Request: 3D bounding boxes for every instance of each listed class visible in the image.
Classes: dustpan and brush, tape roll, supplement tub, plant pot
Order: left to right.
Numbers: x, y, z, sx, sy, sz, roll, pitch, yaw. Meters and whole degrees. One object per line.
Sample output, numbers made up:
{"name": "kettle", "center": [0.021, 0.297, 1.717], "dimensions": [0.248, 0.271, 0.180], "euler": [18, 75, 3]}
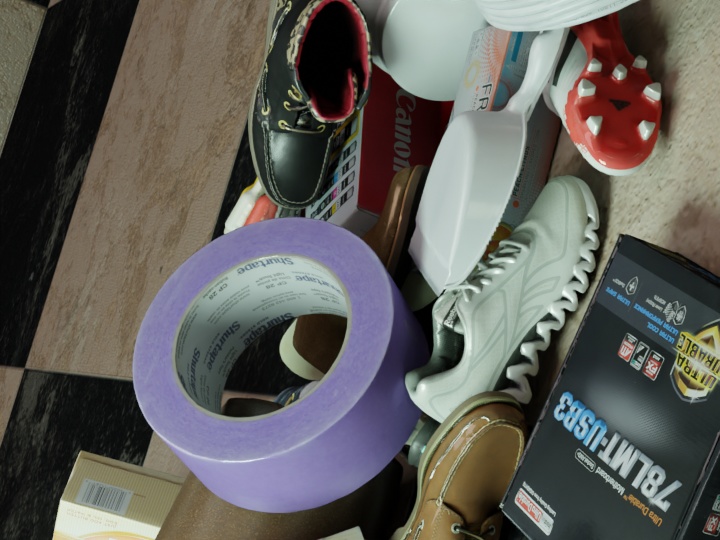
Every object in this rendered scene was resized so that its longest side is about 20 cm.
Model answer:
{"name": "plant pot", "center": [-0.068, 0.215, 1.374], "dimensions": [0.200, 0.200, 0.199], "euler": [-15, 50, 63]}
{"name": "tape roll", "center": [-0.056, 0.067, 1.302], "dimensions": [0.200, 0.085, 0.200], "euler": [-12, 55, 17]}
{"name": "supplement tub", "center": [0.053, -0.244, 1.491], "dimensions": [0.145, 0.144, 0.200], "euler": [-58, 31, 28]}
{"name": "dustpan and brush", "center": [0.093, -0.088, 1.259], "dimensions": [0.140, 0.057, 0.200], "euler": [-118, 41, -73]}

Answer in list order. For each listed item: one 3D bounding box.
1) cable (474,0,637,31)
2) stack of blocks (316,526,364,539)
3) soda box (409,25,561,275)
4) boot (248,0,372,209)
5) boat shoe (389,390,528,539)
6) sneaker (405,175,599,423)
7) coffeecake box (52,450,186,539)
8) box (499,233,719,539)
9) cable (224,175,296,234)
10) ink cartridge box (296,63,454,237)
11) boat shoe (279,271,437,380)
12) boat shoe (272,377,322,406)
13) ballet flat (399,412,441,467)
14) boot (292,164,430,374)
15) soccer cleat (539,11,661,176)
{"name": "cable", "center": [0.158, -0.244, 1.252], "dimensions": [0.200, 0.069, 0.200], "euler": [-31, 28, 6]}
{"name": "stack of blocks", "center": [-0.025, 0.289, 1.233], "dimensions": [0.059, 0.115, 0.200], "euler": [-39, 69, 61]}
{"name": "soda box", "center": [0.101, -0.086, 1.369], "dimensions": [0.068, 0.063, 0.200], "euler": [-8, 64, 65]}
{"name": "boot", "center": [-0.039, -0.138, 1.440], "dimensions": [0.151, 0.073, 0.200], "euler": [-135, 52, -72]}
{"name": "boat shoe", "center": [0.069, 0.176, 1.236], "dimensions": [0.068, 0.072, 0.200], "euler": [-111, 36, -53]}
{"name": "sneaker", "center": [0.100, 0.020, 1.256], "dimensions": [0.200, 0.081, 0.075], "euler": [-64, 21, -5]}
{"name": "coffeecake box", "center": [-0.191, 0.270, 1.560], "dimensions": [0.073, 0.153, 0.200], "euler": [-76, 1, -57]}
{"name": "box", "center": [0.174, 0.097, 1.078], "dimensions": [0.199, 0.050, 0.200], "euler": [-66, 22, 8]}
{"name": "cable", "center": [-0.066, -0.098, 1.557], "dimensions": [0.097, 0.050, 0.200], "euler": [-141, 70, -71]}
{"name": "ink cartridge box", "center": [0.015, -0.096, 1.549], "dimensions": [0.176, 0.084, 0.200], "euler": [-45, 33, 45]}
{"name": "boat shoe", "center": [0.013, 0.011, 1.478], "dimensions": [0.201, 0.074, 0.063], "euler": [-42, 6, 32]}
{"name": "boat shoe", "center": [-0.060, 0.189, 1.521], "dimensions": [0.091, 0.071, 0.201], "euler": [-17, 51, 66]}
{"name": "ballet flat", "center": [0.033, 0.103, 1.366], "dimensions": [0.068, 0.068, 0.200], "euler": [-70, 22, 5]}
{"name": "boot", "center": [0.000, 0.000, 1.405], "dimensions": [0.074, 0.075, 0.200], "euler": [-42, -25, -59]}
{"name": "soccer cleat", "center": [0.162, -0.126, 1.271], "dimensions": [0.085, 0.068, 0.200], "euler": [104, 162, -45]}
